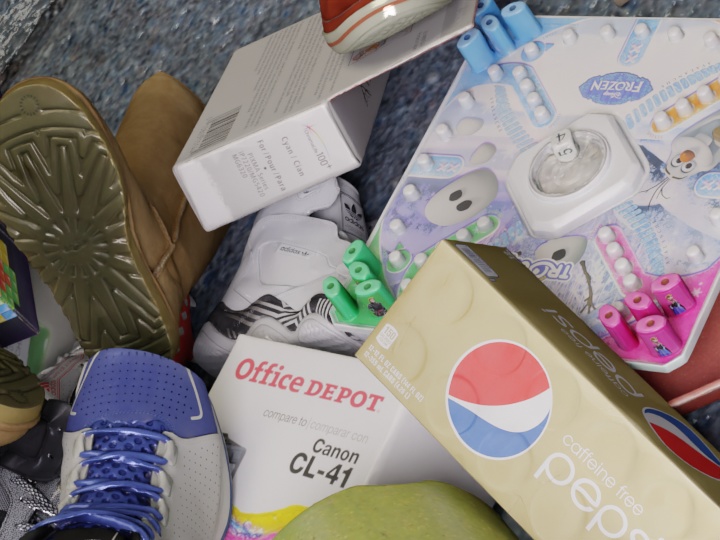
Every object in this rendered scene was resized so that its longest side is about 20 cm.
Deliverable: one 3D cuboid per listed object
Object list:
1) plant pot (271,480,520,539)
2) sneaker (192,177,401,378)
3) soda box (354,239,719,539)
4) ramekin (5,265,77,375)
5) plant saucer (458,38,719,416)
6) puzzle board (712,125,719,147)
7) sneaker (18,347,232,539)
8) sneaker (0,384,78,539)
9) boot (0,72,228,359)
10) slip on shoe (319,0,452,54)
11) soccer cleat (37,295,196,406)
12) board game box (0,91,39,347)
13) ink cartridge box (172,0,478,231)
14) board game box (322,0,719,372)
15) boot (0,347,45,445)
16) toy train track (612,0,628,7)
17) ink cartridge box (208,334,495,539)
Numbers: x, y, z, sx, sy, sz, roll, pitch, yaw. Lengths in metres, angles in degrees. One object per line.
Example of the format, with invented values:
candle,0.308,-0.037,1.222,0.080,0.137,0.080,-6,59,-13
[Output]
plant pot,0.031,0.185,0.883,0.200,0.200,0.184,-42,31,9
sneaker,0.000,0.000,1.147,0.199,0.075,0.116,-8,56,45
soda box,0.094,0.077,0.925,0.200,0.064,0.068,45,108,24
ramekin,-0.243,0.058,1.248,0.097,0.200,0.201,-9,53,30
plant saucer,0.146,-0.009,1.029,0.199,0.037,0.200,-26,43,16
puzzle board,0.271,-0.077,0.933,0.199,0.017,0.151,-29,31,-17
sneaker,-0.104,0.119,0.969,0.080,0.115,0.201,4,62,4
sneaker,-0.153,0.131,1.062,0.114,0.075,0.200,-43,31,15
boot,-0.127,-0.056,1.182,0.066,0.176,0.200,-10,27,14
slip on shoe,0.005,-0.162,1.168,0.074,0.061,0.200,-25,20,7
soccer cleat,-0.148,0.067,1.229,0.068,0.085,0.201,-9,53,40
board game box,-0.263,-0.031,1.155,0.164,0.057,0.201,-20,58,10
ink cartridge box,-0.002,-0.107,1.201,0.175,0.045,0.200,-24,19,16
board game box,0.098,-0.050,1.047,0.199,0.026,0.201,6,57,38
boot,-0.239,0.115,1.052,0.174,0.066,0.201,25,106,30
toy train track,0.204,-0.212,1.159,0.200,0.032,0.115,-37,40,18
ink cartridge box,-0.036,0.142,1.058,0.147,0.086,0.201,9,68,49
